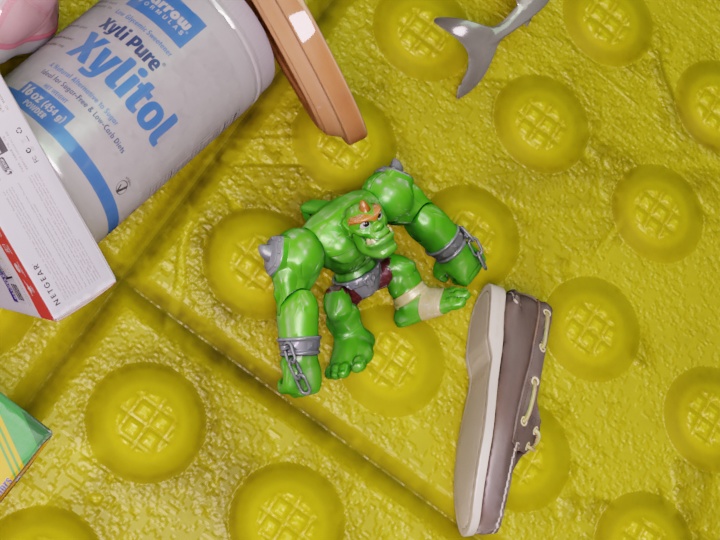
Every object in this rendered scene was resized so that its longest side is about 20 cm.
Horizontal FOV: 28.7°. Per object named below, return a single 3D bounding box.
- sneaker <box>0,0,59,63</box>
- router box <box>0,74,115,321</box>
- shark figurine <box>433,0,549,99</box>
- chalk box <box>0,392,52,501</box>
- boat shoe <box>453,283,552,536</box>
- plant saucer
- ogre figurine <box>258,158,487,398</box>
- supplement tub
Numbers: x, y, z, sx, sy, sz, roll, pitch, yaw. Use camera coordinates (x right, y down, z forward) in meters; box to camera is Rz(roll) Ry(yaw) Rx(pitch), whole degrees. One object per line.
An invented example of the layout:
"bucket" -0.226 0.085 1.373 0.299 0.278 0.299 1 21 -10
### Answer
"sneaker" -0.234 -0.211 0.980 0.075 0.200 0.105 31 105 -11
"router box" -0.256 -0.068 0.915 0.049 0.179 0.200 -35 109 -24
"shark figurine" 0.144 -0.247 1.196 0.128 0.090 0.215 3 62 17
"chalk box" -0.320 0.100 0.907 0.200 0.125 0.124 40 66 -6
"boat shoe" 0.112 0.109 1.084 0.059 0.072 0.200 13 65 -12
"plant saucer" -0.056 -0.180 1.045 0.032 0.200 0.200 -29 86 0
"ogre figurine" 0.000 0.000 1.067 0.200 0.098 0.120 -29 104 -9
"supplement tub" -0.173 -0.122 1.017 0.132 0.132 0.200 45 67 -3
